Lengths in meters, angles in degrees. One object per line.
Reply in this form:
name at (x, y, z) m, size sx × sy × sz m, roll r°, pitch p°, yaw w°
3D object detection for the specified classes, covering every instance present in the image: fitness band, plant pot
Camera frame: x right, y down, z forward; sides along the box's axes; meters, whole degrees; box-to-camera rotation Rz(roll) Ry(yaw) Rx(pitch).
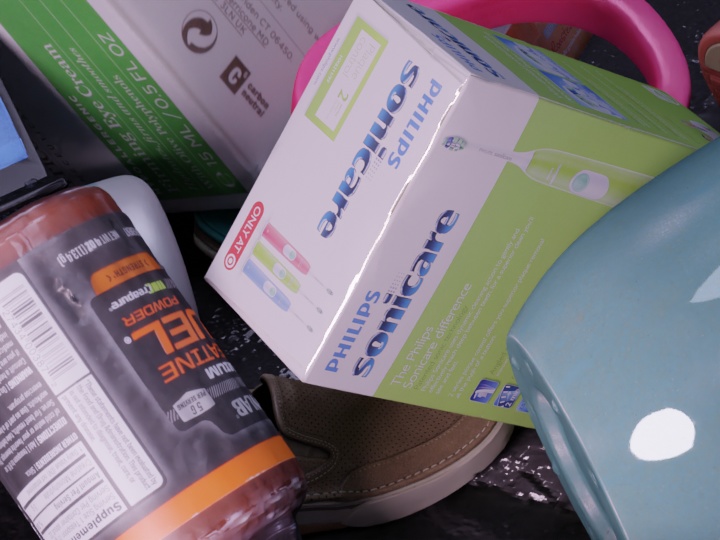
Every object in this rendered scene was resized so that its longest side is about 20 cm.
fitness band at (0.063, -0.084, 1.279) m, size 0.200 × 0.037 × 0.144 m, roll -22°, pitch 52°, yaw -25°
plant pot at (0.155, 0.047, 1.081) m, size 0.161 × 0.201 × 0.201 m, roll -26°, pitch 34°, yaw -4°

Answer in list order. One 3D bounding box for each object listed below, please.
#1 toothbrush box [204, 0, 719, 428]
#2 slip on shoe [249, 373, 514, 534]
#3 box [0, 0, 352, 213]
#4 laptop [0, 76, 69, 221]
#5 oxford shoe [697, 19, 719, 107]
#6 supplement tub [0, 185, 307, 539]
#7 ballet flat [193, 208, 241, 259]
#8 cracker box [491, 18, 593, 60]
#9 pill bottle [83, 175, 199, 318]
toothbrush box at (0.058, -0.019, 1.153) m, size 0.200 × 0.146 × 0.086 m, roll 12°, pitch 23°, yaw -44°
slip on shoe at (-0.028, 0.075, 1.201) m, size 0.200 × 0.061 × 0.076 m, roll -14°, pitch 33°, yaw -6°
box at (-0.100, -0.163, 1.349) m, size 0.171 × 0.199 × 0.200 m, roll -2°, pitch 46°, yaw 49°
laptop at (-0.233, -0.045, 1.190) m, size 0.177 × 0.103 × 0.200 m, roll -25°, pitch 6°, yaw -7°
oxford shoe at (0.220, -0.057, 1.201) m, size 0.070 × 0.200 × 0.075 m, roll 19°, pitch 62°, yaw 42°
supplement tub at (-0.094, 0.071, 1.109) m, size 0.107 × 0.200 × 0.107 m, roll -35°, pitch -6°, yaw -4°
ballet flat at (0.000, 0.000, 1.312) m, size 0.200 × 0.062 × 0.067 m, roll 9°, pitch 41°, yaw 39°
cracker box at (0.028, -0.129, 1.438) m, size 0.200 × 0.058 × 0.134 m, roll 3°, pitch 50°, yaw 43°
pill bottle at (-0.180, 0.033, 1.262) m, size 0.200 × 0.111 × 0.111 m, roll -18°, pitch 33°, yaw -12°
